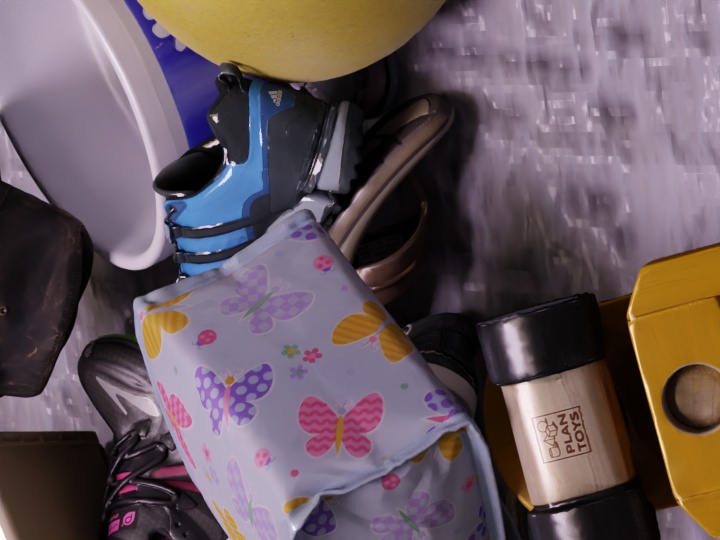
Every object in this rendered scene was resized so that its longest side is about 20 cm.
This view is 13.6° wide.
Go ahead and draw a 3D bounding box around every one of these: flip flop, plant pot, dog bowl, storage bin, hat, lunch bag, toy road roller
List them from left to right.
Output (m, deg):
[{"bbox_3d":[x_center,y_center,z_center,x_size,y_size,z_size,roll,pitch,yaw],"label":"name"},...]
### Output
[{"bbox_3d":[-0.190,0.011,1.648,0.080,0.201,0.202,12,117,5],"label":"hat"},{"bbox_3d":[-0.181,0.200,1.724,0.093,0.198,0.201,-27,79,15],"label":"storage bin"},{"bbox_3d":[-0.130,-0.106,1.619,0.200,0.079,0.201,45,151,33],"label":"dog bowl"},{"bbox_3d":[-0.056,-0.196,1.433,0.199,0.142,0.201,-1,87,22],"label":"plant pot"},{"bbox_3d":[-0.009,0.100,1.436,0.170,0.127,0.201,51,162,41],"label":"lunch bag"},{"bbox_3d":[0.000,0.000,1.540,0.201,0.057,0.081,-64,11,12],"label":"flip flop"},{"bbox_3d":[0.154,0.052,1.375,0.199,0.146,0.124,-15,91,14],"label":"toy road roller"}]

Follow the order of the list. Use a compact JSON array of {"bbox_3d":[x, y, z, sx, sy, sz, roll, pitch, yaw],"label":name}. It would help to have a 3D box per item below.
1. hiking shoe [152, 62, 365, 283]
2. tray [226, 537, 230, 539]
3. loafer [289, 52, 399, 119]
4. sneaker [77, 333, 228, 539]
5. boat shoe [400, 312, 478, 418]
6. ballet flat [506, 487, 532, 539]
[{"bbox_3d":[-0.071,-0.024,1.541,0.086,0.075,0.200,24,125,-10],"label":"hiking shoe"},{"bbox_3d":[-0.012,0.160,1.608,0.107,0.022,0.200,30,137,-12],"label":"tray"},{"bbox_3d":[-0.056,-0.155,1.571,0.200,0.063,0.072,57,136,20],"label":"loafer"},{"bbox_3d":[-0.112,0.125,1.714,0.077,0.084,0.201,-42,70,47],"label":"sneaker"},{"bbox_3d":[-0.003,0.077,1.589,0.074,0.066,0.199,29,142,-16],"label":"boat shoe"},{"bbox_3d":[0.105,0.151,1.488,0.071,0.070,0.201,-10,94,50],"label":"ballet flat"}]
